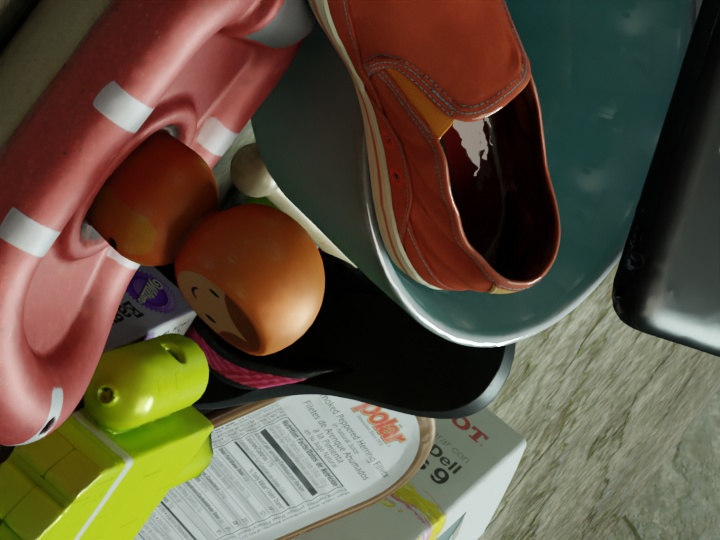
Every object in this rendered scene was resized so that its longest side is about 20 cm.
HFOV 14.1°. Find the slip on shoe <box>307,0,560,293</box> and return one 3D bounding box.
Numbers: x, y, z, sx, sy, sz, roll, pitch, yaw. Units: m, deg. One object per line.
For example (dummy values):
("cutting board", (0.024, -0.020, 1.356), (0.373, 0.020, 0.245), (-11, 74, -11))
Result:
("slip on shoe", (0.029, -0.076, 1.002), (0.074, 0.061, 0.201), (-37, 128, -32))

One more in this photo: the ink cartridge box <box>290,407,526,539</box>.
("ink cartridge box", (-0.035, 0.114, 1.447), (0.200, 0.145, 0.088), (-36, 160, -43))

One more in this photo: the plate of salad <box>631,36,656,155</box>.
("plate of salad", (0.093, -0.090, 1.282), (0.048, 0.201, 0.201), (7, 137, -20))

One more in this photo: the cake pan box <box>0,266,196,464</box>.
("cake pan box", (-0.165, 0.088, 1.159), (0.185, 0.052, 0.200), (-55, 167, 27))

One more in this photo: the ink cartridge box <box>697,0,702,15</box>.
("ink cartridge box", (0.130, -0.144, 1.354), (0.068, 0.116, 0.200), (-40, 163, -36))

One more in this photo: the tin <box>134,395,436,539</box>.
("tin", (-0.061, 0.085, 1.294), (0.199, 0.042, 0.112), (-23, 145, 10))

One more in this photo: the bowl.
("bowl", (0.031, -0.081, 1.132), (0.200, 0.105, 0.202), (-24, 123, -43))

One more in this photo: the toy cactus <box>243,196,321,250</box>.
("toy cactus", (-0.004, 0.016, 1.359), (0.200, 0.102, 0.166), (17, 94, -61))

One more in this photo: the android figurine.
("android figurine", (-0.125, 0.105, 1.138), (0.182, 0.041, 0.200), (-54, 167, 18))

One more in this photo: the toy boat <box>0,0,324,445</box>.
("toy boat", (-0.069, -0.020, 1.000), (0.200, 0.131, 0.130), (-52, 167, 9))

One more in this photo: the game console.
("game console", (0.155, -0.067, 1.221), (0.175, 0.116, 0.201), (17, 91, -44))

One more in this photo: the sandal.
("sandal", (-0.030, 0.020, 1.196), (0.045, 0.199, 0.076), (31, 68, -53))

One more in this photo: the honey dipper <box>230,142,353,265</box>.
("honey dipper", (0.000, 0.000, 1.268), (0.038, 0.038, 0.200), (-50, 136, -1))
